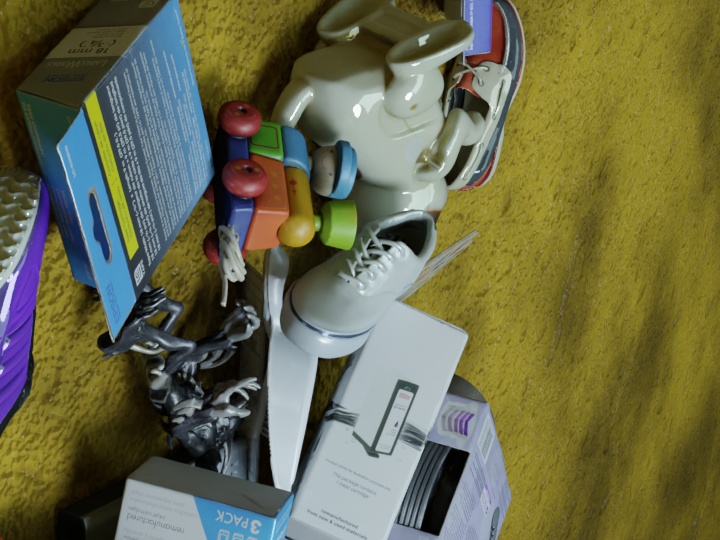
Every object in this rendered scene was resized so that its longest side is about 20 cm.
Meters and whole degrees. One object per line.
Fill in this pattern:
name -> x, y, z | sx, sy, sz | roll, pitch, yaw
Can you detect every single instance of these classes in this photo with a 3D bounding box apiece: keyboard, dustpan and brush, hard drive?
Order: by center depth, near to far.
dustpan and brush -> -0.063, 0.068, 1.084 | 0.140, 0.057, 0.202 | -93, -166, -78
hard drive -> -0.164, 0.225, 1.091 | 0.199, 0.033, 0.141 | -21, 119, -55
keyboard -> -0.093, 0.097, 1.147 | 0.011, 0.056, 0.202 | -1, 106, -17

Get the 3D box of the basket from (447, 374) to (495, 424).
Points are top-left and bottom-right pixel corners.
basket -> 0.045, 0.197, 1.345 | 0.200, 0.135, 0.182 | -40, 130, -51

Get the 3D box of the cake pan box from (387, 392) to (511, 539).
cake pan box -> 0.077, 0.233, 1.210 | 0.201, 0.052, 0.186 | 70, 36, -54

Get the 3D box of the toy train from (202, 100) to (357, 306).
toy train -> -0.054, -0.035, 1.005 | 0.201, 0.114, 0.085 | -100, -157, -46

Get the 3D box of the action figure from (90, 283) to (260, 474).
action figure -> -0.121, 0.076, 1.026 | 0.119, 0.101, 0.201 | -107, 171, -48

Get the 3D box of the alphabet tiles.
alphabet tiles -> 0.024, 0.029, 1.250 | 0.166, 0.006, 0.200 | -43, 173, 39

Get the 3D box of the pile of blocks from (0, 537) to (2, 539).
pile of blocks -> -0.192, 0.226, 0.937 | 0.082, 0.198, 0.063 | 127, -23, -48

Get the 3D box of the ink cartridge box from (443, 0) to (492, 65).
ink cartridge box -> 0.099, -0.260, 1.247 | 0.200, 0.037, 0.096 | -89, 178, -66

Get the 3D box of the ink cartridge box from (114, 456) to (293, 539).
ink cartridge box -> -0.128, 0.252, 0.996 | 0.068, 0.114, 0.202 | -43, 146, -79

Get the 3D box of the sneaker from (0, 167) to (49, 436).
sneaker -> -0.239, 0.037, 0.864 | 0.100, 0.069, 0.202 | 44, 62, -69

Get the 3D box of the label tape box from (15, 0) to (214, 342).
label tape box -> -0.166, -0.072, 0.887 | 0.201, 0.063, 0.145 | -67, 153, -52

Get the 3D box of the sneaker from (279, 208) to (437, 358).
sneaker -> 0.000, 0.000, 1.055 | 0.071, 0.073, 0.200 | -63, 170, 30

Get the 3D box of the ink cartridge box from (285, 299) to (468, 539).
ink cartridge box -> 0.006, 0.140, 1.148 | 0.146, 0.084, 0.202 | 119, -5, -70

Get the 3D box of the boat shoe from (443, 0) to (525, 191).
boat shoe -> 0.117, -0.179, 1.379 | 0.062, 0.071, 0.202 | -12, 116, -54

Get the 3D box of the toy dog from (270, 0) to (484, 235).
toy dog -> 0.021, -0.105, 1.162 | 0.194, 0.139, 0.201 | -43, 138, -31

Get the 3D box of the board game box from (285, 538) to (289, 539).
board game box -> -0.098, 0.346, 1.141 | 0.201, 0.096, 0.160 | -54, 160, -29
